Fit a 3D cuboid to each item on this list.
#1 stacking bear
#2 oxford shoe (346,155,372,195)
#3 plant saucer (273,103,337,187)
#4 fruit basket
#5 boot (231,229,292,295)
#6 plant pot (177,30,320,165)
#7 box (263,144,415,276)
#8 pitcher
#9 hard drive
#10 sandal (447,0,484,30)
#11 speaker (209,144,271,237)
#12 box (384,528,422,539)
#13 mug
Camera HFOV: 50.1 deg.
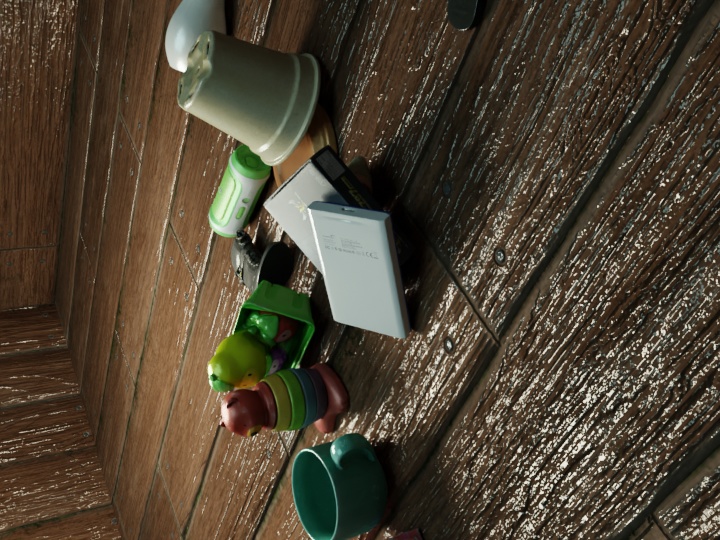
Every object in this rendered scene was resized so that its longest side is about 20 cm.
[{"bbox_3d":[-0.141,0.229,1.316,0.114,0.199,0.122,62,142,28],"label":"stacking bear"},{"bbox_3d":[-0.022,-0.095,1.219,0.200,0.070,0.074,122,161,-49],"label":"oxford shoe"},{"bbox_3d":[-0.104,-0.196,1.343,0.200,0.037,0.202,15,107,56],"label":"plant saucer"},{"bbox_3d":[-0.180,0.145,1.368,0.216,0.155,0.217,-161,90,-82],"label":"fruit basket"},{"bbox_3d":[-0.208,-0.020,1.508,0.174,0.069,0.201,55,140,37],"label":"boot"},{"bbox_3d":[-0.195,-0.300,1.279,0.200,0.183,0.202,-32,49,47],"label":"plant pot"},{"bbox_3d":[-0.035,-0.066,1.143,0.200,0.051,0.158,50,142,-6],"label":"box"},{"bbox_3d":[-0.334,-0.517,1.604,0.172,0.120,0.201,-117,43,-65],"label":"pitcher"},{"bbox_3d":[0.000,0.000,1.108,0.131,0.025,0.201,12,130,32],"label":"hard drive"},{"bbox_3d":[0.130,-0.392,0.922,0.075,0.045,0.201,35,124,51],"label":"sandal"},{"bbox_3d":[-0.240,-0.155,1.524,0.200,0.088,0.089,-56,49,46],"label":"speaker"},{"bbox_3d":[0.028,0.486,1.190,0.200,0.094,0.103,-54,51,48],"label":"box"},{"bbox_3d":[-0.019,0.344,1.223,0.185,0.114,0.153,-36,65,54],"label":"mug"}]
